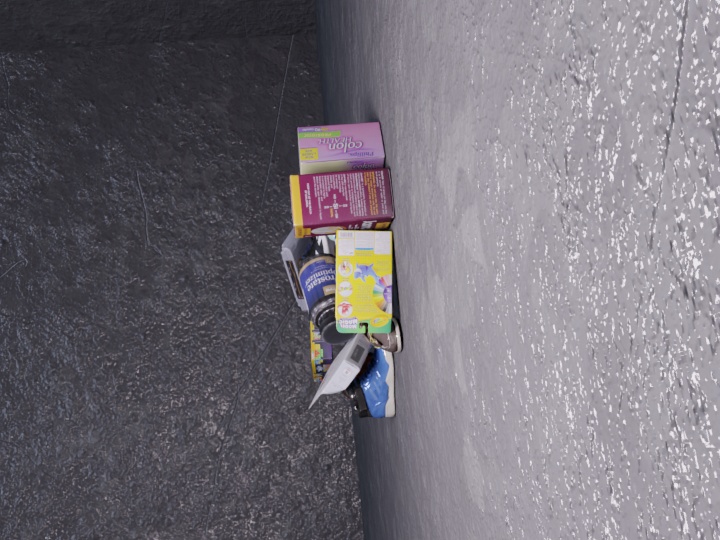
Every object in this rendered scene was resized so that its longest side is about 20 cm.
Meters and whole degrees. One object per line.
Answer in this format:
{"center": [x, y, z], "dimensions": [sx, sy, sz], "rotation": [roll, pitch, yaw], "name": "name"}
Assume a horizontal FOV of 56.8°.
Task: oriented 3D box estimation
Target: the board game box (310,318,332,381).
{"center": [-0.102, 0.169, 1.748], "dimensions": [0.166, 0.056, 0.203], "rotation": [95, 172, -62], "name": "board game box"}

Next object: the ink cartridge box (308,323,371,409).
{"center": [-0.036, 0.224, 1.541], "dimensions": [0.201, 0.057, 0.163], "rotation": [-61, 0, 38], "name": "ink cartridge box"}

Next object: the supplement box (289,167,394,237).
{"center": [-0.041, -0.133, 1.334], "dimensions": [0.131, 0.197, 0.105], "rotation": [114, 150, -80], "name": "supplement box"}

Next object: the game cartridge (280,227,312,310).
{"center": [-0.155, -0.011, 1.803], "dimensions": [0.134, 0.041, 0.202], "rotation": [-59, -38, -48], "name": "game cartridge"}

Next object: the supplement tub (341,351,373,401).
{"center": [0.003, 0.269, 1.680], "dimensions": [0.200, 0.120, 0.125], "rotation": [105, 160, -78], "name": "supplement tub"}

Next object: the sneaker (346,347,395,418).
{"center": [0.019, 0.246, 1.521], "dimensions": [0.077, 0.109, 0.203], "rotation": [-108, 14, -70], "name": "sneaker"}

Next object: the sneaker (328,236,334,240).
{"center": [-0.023, -0.122, 1.731], "dimensions": [0.141, 0.077, 0.201], "rotation": [78, -147, -50], "name": "sneaker"}

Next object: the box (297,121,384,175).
{"center": [-0.044, -0.212, 1.436], "dimensions": [0.201, 0.173, 0.098], "rotation": [93, 171, -60], "name": "box"}

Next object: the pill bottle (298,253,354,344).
{"center": [-0.072, 0.066, 1.537], "dimensions": [0.113, 0.110, 0.201], "rotation": [90, 164, -47], "name": "pill bottle"}

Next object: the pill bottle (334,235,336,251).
{"center": [0.005, -0.002, 1.450], "dimensions": [0.111, 0.109, 0.203], "rotation": [122, 143, -82], "name": "pill bottle"}

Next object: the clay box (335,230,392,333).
{"center": [0.006, 0.024, 1.327], "dimensions": [0.048, 0.113, 0.203], "rotation": [117, 155, -83], "name": "clay box"}

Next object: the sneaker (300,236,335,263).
{"center": [-0.113, -0.070, 1.739], "dimensions": [0.073, 0.111, 0.203], "rotation": [20, -123, -48], "name": "sneaker"}

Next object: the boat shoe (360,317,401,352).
{"center": [0.042, 0.132, 1.397], "dimensions": [0.200, 0.059, 0.073], "rotation": [-153, 59, -80], "name": "boat shoe"}
